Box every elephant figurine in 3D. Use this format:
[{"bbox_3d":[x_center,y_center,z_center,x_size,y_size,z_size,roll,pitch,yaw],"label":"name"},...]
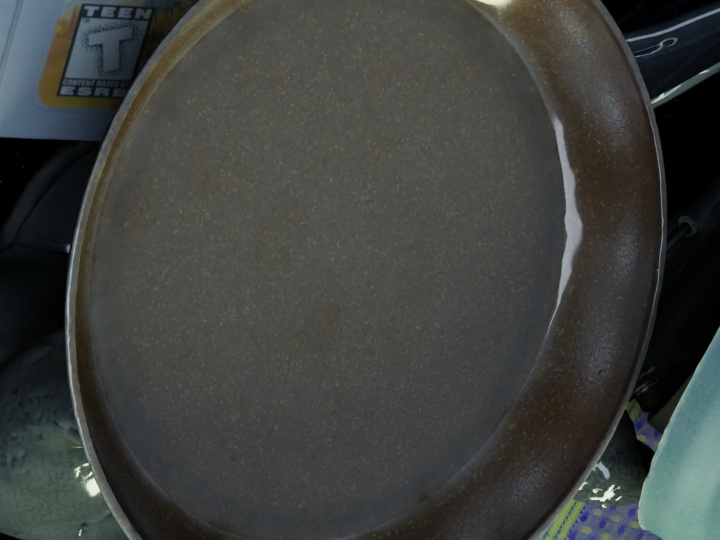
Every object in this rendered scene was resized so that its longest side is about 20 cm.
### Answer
[{"bbox_3d":[-0.033,0.060,0.813,0.200,0.155,0.142,44,60,-35],"label":"elephant figurine"}]

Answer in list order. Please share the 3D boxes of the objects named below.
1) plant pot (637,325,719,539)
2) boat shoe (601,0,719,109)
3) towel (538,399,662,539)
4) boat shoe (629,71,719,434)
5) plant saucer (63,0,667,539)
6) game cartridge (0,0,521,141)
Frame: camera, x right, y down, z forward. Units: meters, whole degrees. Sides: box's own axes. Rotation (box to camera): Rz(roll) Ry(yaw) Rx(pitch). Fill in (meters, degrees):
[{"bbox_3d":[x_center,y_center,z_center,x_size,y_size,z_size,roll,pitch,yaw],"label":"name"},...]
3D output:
[{"bbox_3d":[0.195,0.032,0.794,0.134,0.200,0.201,34,112,16],"label":"plant pot"},{"bbox_3d":[0.126,-0.113,0.784,0.199,0.075,0.062,-33,155,9],"label":"boat shoe"},{"bbox_3d":[0.079,0.078,0.916,0.199,0.023,0.144,18,112,-24],"label":"towel"},{"bbox_3d":[0.129,-0.046,0.833,0.066,0.075,0.200,33,100,3],"label":"boat shoe"},{"bbox_3d":[0.000,0.000,0.724,0.199,0.032,0.202,-10,107,-35],"label":"plant saucer"},{"bbox_3d":[-0.037,-0.095,0.716,0.199,0.042,0.134,0,133,-28],"label":"game cartridge"}]
